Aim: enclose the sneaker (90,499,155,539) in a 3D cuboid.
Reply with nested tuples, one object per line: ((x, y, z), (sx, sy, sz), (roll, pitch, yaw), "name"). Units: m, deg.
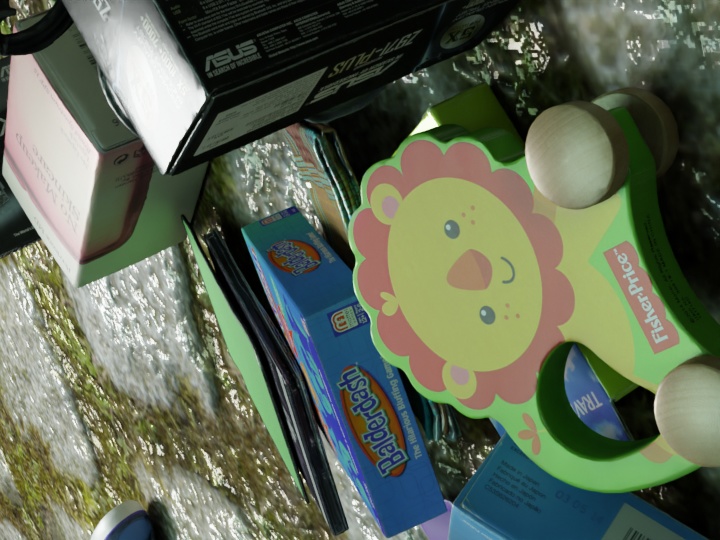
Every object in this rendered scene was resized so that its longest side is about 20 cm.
((-0.228, 0.359, 1.558), (0.146, 0.080, 0.201), (38, 140, 25), "sneaker")

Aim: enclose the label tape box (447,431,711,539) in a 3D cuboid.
((0.120, 0.188, 0.779), (0.144, 0.063, 0.201), (30, 151, 18), "label tape box")

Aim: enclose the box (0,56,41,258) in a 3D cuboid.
((-0.337, -0.088, 1.226), (0.159, 0.199, 0.050), (65, 158, -2), "box")

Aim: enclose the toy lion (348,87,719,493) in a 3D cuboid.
((0.084, 0.016, 0.673), (0.191, 0.068, 0.201), (-31, 83, 41), "toy lion")

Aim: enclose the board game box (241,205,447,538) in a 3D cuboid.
((-0.015, 0.057, 0.891), (0.200, 0.045, 0.153), (-132, 21, -68), "board game box")

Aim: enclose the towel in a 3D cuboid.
((0.000, 0.000, 0.862), (0.147, 0.022, 0.201), (-142, 28, -74), "towel")

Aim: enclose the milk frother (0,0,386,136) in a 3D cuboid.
((-0.113, -0.152, 0.794), (0.188, 0.199, 0.182), (-4, 105, 60), "milk frother")

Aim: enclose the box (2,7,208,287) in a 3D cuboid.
((-0.195, -0.100, 1.070), (0.128, 0.109, 0.200), (54, 150, 16), "box")

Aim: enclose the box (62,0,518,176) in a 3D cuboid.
((-0.039, -0.162, 0.656), (0.164, 0.199, 0.086), (59, 152, 7), "box")

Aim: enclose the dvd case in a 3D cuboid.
((-0.063, 0.077, 1.020), (0.200, 0.016, 0.149), (-124, 16, -52), "dvd case")

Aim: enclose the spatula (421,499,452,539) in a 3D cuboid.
((0.087, 0.252, 0.969), (0.056, 0.020, 0.201), (-20, 89, 57), "spatula")

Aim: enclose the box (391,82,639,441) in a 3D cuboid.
((0.082, 0.013, 0.762), (0.201, 0.047, 0.122), (59, 153, 8), "box")

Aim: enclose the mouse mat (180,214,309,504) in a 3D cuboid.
((-0.088, 0.065, 1.064), (0.200, 0.007, 0.162), (-123, 14, -49), "mouse mat")
